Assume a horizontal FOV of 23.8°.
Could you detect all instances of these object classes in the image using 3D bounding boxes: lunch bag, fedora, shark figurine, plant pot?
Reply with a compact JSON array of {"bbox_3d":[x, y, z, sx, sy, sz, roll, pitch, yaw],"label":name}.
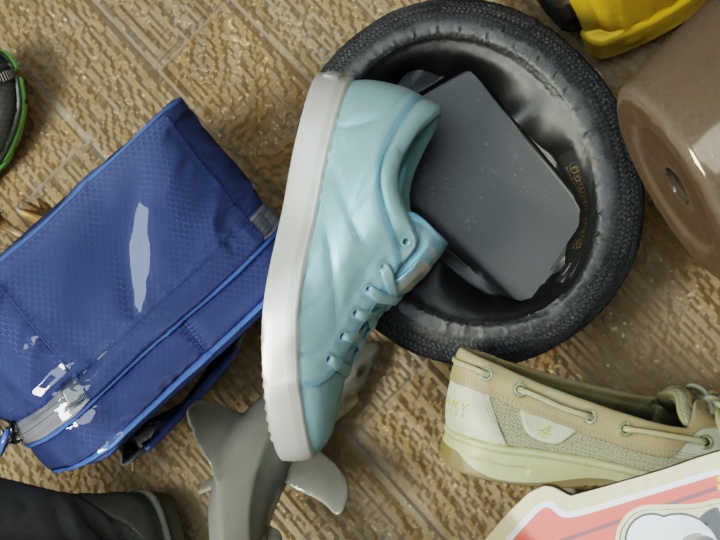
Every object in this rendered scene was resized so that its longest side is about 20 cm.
[{"bbox_3d":[-0.130,0.023,0.925,0.200,0.136,0.132,-45,98,-19],"label":"lunch bag"},{"bbox_3d":[0.061,-0.046,0.943,0.199,0.092,0.202,-1,86,9],"label":"fedora"},{"bbox_3d":[-0.062,0.113,0.911,0.128,0.215,0.090,-23,121,21],"label":"shark figurine"},{"bbox_3d":[0.229,-0.081,0.841,0.174,0.200,0.201,-31,75,-3],"label":"plant pot"}]

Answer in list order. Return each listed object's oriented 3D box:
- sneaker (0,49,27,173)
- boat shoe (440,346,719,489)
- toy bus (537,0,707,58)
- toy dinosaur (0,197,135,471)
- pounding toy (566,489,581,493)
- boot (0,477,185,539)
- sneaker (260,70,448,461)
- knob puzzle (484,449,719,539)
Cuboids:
[{"bbox_3d":[-0.289,-0.068,1.038,0.199,0.084,0.077,-31,76,7],"label":"sneaker"},{"bbox_3d":[0.142,0.079,0.890,0.199,0.073,0.064,5,100,-4],"label":"boat shoe"},{"bbox_3d":[0.117,-0.239,0.912,0.135,0.192,0.201,-34,74,8],"label":"toy bus"},{"bbox_3d":[-0.179,0.017,1.022,0.199,0.060,0.107,31,115,21],"label":"toy dinosaur"},{"bbox_3d":[0.151,0.200,0.851,0.141,0.184,0.202,1,90,13],"label":"pounding toy"},{"bbox_3d":[-0.173,0.179,0.898,0.073,0.199,0.182,-42,54,25],"label":"boot"},{"bbox_3d":[0.000,0.000,0.864,0.081,0.074,0.201,7,88,12],"label":"sneaker"},{"bbox_3d":[0.110,0.191,0.751,0.218,0.030,0.221,0,90,14],"label":"knob puzzle"}]
